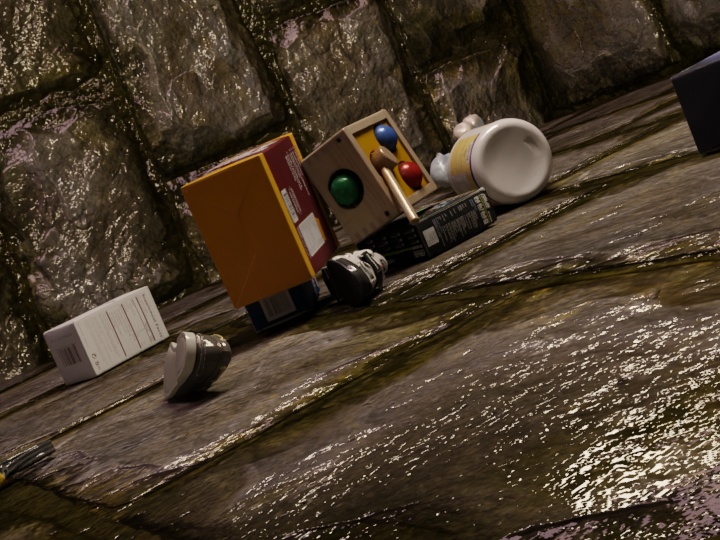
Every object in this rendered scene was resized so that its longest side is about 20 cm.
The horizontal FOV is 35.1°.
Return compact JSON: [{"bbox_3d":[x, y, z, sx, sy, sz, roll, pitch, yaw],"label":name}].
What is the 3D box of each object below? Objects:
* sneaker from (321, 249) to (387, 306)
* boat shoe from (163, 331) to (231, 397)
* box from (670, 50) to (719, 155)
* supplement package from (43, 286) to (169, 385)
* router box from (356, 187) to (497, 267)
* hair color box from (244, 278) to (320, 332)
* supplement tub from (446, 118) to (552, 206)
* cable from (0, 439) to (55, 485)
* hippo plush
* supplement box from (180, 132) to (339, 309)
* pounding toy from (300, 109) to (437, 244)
[{"bbox_3d":[0.000,0.000,1.632,0.088,0.075,0.200,-26,7,-8],"label":"sneaker"},{"bbox_3d":[-0.211,0.121,1.438,0.060,0.073,0.202,4,-15,-17],"label":"boat shoe"},{"bbox_3d":[0.561,-0.262,1.530,0.199,0.124,0.198,-28,6,-41],"label":"box"},{"bbox_3d":[-0.505,0.129,2.269,0.116,0.118,0.200,-19,7,41],"label":"supplement package"},{"bbox_3d":[0.104,-0.064,1.849,0.149,0.063,0.200,-28,7,-29],"label":"router box"},{"bbox_3d":[-0.124,0.039,1.840,0.099,0.061,0.200,-22,7,5],"label":"hair color box"},{"bbox_3d":[0.237,-0.185,1.998,0.144,0.146,0.200,-25,6,-11],"label":"supplement tub"},{"bbox_3d":[-0.434,0.255,1.353,0.097,0.050,0.200,-40,-10,13],"label":"cable"},{"bbox_3d":[0.246,-0.285,2.794,0.160,0.160,0.200,-18,8,36],"label":"hippo plush"},{"bbox_3d":[-0.146,-0.081,1.730,0.132,0.199,0.200,-21,11,16],"label":"supplement box"},{"bbox_3d":[0.028,-0.142,1.778,0.142,0.185,0.200,-34,0,32],"label":"pounding toy"}]
